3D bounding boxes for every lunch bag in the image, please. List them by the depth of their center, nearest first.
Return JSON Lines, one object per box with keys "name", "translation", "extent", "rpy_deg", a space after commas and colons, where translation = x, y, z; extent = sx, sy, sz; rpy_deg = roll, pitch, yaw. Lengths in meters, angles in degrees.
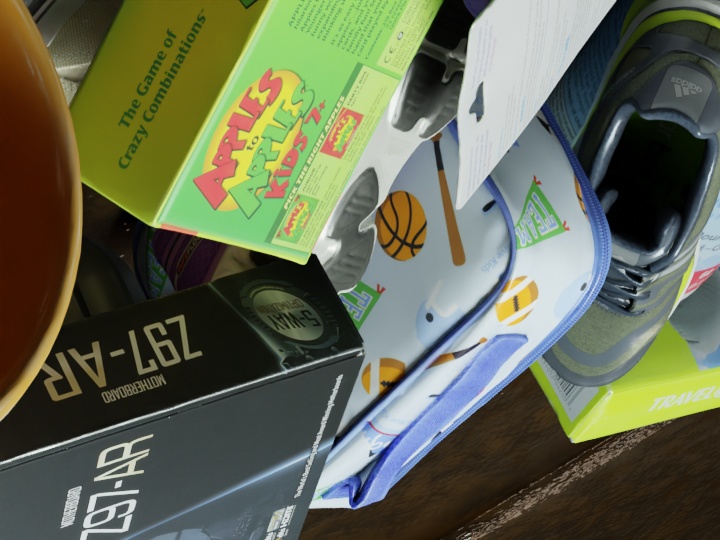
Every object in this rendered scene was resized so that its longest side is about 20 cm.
{"name": "lunch bag", "translation": [0.000, 0.000, 0.961], "extent": [0.075, 0.161, 0.200], "rpy_deg": [-1, 145, -46]}

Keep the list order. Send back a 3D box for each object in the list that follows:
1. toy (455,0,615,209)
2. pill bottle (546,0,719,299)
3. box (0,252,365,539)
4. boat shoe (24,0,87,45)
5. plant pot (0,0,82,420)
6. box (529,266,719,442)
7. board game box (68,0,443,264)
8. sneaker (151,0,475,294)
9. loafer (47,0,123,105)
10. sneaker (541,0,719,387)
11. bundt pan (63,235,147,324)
{"name": "toy", "translation": [0.076, -0.129, 0.837], "extent": [0.200, 0.047, 0.115], "rpy_deg": [-49, 161, -22]}
{"name": "pill bottle", "translation": [0.151, -0.081, 1.027], "extent": [0.108, 0.109, 0.200], "rpy_deg": [-9, 151, -37]}
{"name": "box", "translation": [-0.094, 0.086, 0.864], "extent": [0.159, 0.044, 0.201], "rpy_deg": [-17, 150, -25]}
{"name": "boat shoe", "translation": [-0.123, -0.094, 0.758], "extent": [0.200, 0.069, 0.056], "rpy_deg": [-43, 147, 19]}
{"name": "plant pot", "translation": [-0.210, -0.007, 0.697], "extent": [0.199, 0.202, 0.183], "rpy_deg": [-6, 164, -42]}
{"name": "box", "translation": [0.157, 0.008, 1.203], "extent": [0.199, 0.122, 0.048], "rpy_deg": [-10, 150, -37]}
{"name": "board game box", "translation": [-0.010, -0.106, 0.754], "extent": [0.201, 0.047, 0.101], "rpy_deg": [-62, 154, 7]}
{"name": "sneaker", "translation": [-0.016, -0.071, 0.875], "extent": [0.080, 0.083, 0.201], "rpy_deg": [23, 101, -51]}
{"name": "loafer", "translation": [-0.105, -0.061, 0.832], "extent": [0.199, 0.069, 0.076], "rpy_deg": [-31, 157, 7]}
{"name": "sneaker", "translation": [0.103, -0.022, 0.966], "extent": [0.081, 0.073, 0.201], "rpy_deg": [-62, 169, -46]}
{"name": "bundt pan", "translation": [-0.167, 0.038, 0.918], "extent": [0.200, 0.076, 0.202], "rpy_deg": [-17, 173, -2]}
